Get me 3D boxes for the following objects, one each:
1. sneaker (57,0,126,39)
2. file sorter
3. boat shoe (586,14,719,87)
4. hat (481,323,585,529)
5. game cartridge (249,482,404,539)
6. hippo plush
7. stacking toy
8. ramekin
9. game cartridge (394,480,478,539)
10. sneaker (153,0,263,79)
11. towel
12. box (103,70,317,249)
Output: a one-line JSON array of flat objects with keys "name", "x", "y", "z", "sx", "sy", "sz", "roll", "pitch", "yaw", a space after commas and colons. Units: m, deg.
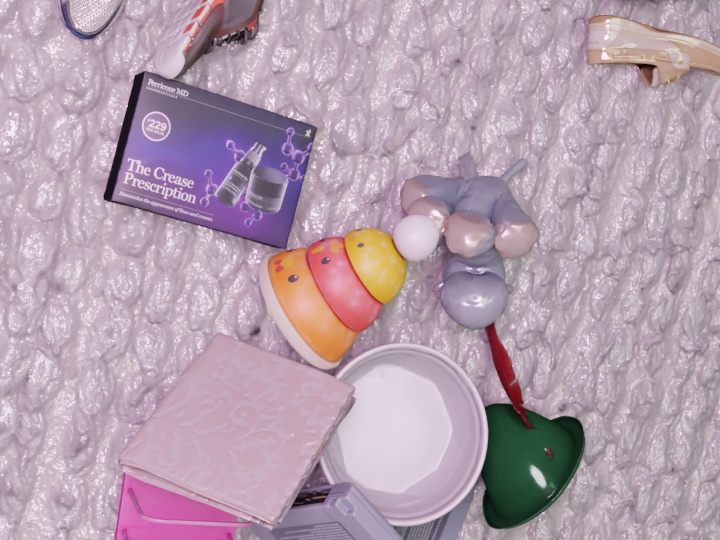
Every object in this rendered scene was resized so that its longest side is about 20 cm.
[{"name": "sneaker", "x": -0.256, "y": -0.337, "z": 1.104, "sx": 0.076, "sy": 0.085, "sz": 0.203, "roll": 22, "pitch": 89, "yaw": -21}, {"name": "file sorter", "x": -0.193, "y": 0.306, "z": 1.179, "sx": 0.137, "sy": 0.125, "sz": 0.204, "roll": 8, "pitch": 94, "yaw": -20}, {"name": "boat shoe", "x": 0.373, "y": -0.266, "z": 1.355, "sx": 0.197, "sy": 0.074, "sz": 0.070, "roll": 11, "pitch": 95, "yaw": -11}, {"name": "hat", "x": 0.154, "y": 0.180, "z": 1.290, "sx": 0.165, "sy": 0.200, "sz": 0.176, "roll": -41, "pitch": 103, "yaw": 17}, {"name": "game cartridge", "x": -0.034, "y": 0.302, "z": 1.209, "sx": 0.134, "sy": 0.199, "sz": 0.041, "roll": 53, "pitch": 49, "yaw": -16}, {"name": "hippo plush", "x": 0.116, "y": -0.025, "z": 1.262, "sx": 0.156, "sy": 0.201, "sz": 0.163, "roll": 6, "pitch": 121, "yaw": -2}, {"name": "stacking toy", "x": 0.000, "y": 0.000, "z": 1.174, "sx": 0.199, "sy": 0.147, "sz": 0.147, "roll": -34, "pitch": 108, "yaw": 13}, {"name": "ramekin", "x": 0.042, "y": 0.187, "z": 1.241, "sx": 0.196, "sy": 0.105, "sz": 0.204, "roll": 1, "pitch": 84, "yaw": -6}, {"name": "game cartridge", "x": 0.057, "y": 0.317, "z": 1.322, "sx": 0.132, "sy": 0.041, "sz": 0.203, "roll": 24, "pitch": 88, "yaw": -17}, {"name": "sneaker", "x": -0.142, "y": -0.267, "z": 1.140, "sx": 0.082, "sy": 0.076, "sz": 0.202, "roll": 46, "pitch": 60, "yaw": -31}, {"name": "towel", "x": -0.126, "y": 0.165, "z": 1.133, "sx": 0.201, "sy": 0.188, "sz": 0.033, "roll": -54, "pitch": 154, "yaw": -42}, {"name": "box", "x": -0.163, "y": -0.118, "z": 1.169, "sx": 0.197, "sy": 0.079, "sz": 0.144, "roll": 15, "pitch": 88, "yaw": -21}]
